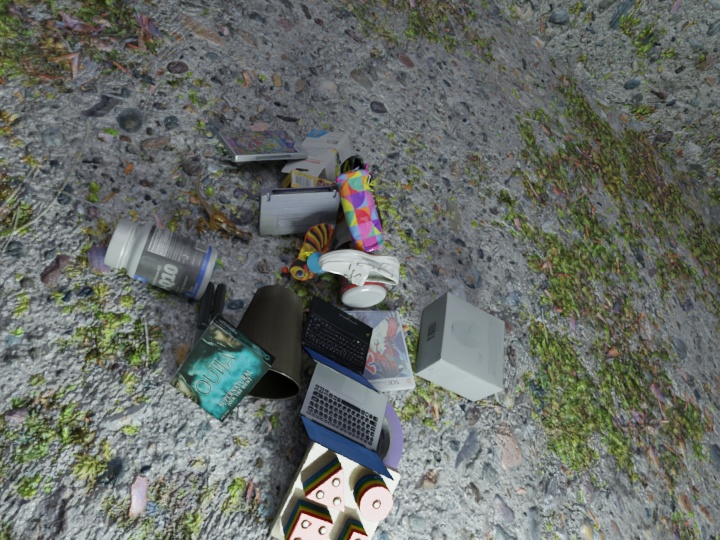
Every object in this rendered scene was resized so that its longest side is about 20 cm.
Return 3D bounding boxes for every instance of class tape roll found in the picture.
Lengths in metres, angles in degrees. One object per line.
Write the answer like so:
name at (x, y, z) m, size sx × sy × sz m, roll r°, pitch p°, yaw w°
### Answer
tape roll at (-0.010, 0.361, 1.117) m, size 0.197 × 0.085 × 0.204 m, roll 16°, pitch 56°, yaw -25°

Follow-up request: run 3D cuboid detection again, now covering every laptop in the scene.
laptop at (-0.015, 0.287, 1.025) m, size 0.185 × 0.116 × 0.203 m, roll 30°, pitch 52°, yaw -15°
laptop at (-0.035, 0.158, 1.145) m, size 0.175 × 0.103 × 0.203 m, roll 31°, pitch 50°, yaw -20°

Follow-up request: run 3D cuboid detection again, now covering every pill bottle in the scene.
pill bottle at (-0.005, -0.019, 1.311) m, size 0.114 × 0.116 × 0.204 m, roll 6°, pitch 61°, yaw -29°
pill bottle at (-0.404, -0.025, 1.058) m, size 0.197 × 0.114 × 0.116 m, roll 21°, pitch 55°, yaw -21°

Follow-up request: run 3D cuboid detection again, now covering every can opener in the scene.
can opener at (-0.317, 0.120, 1.082) m, size 0.052 × 0.067 × 0.203 m, roll 9°, pitch 48°, yaw -14°

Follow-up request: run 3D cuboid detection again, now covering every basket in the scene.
basket at (-0.192, 0.145, 1.089) m, size 0.176 × 0.137 × 0.203 m, roll 8°, pitch 51°, yaw 3°

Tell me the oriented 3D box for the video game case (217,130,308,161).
video game case at (-0.251, -0.322, 1.333) m, size 0.197 × 0.018 × 0.143 m, roll -10°, pitch 41°, yaw -31°

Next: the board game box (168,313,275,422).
board game box at (-0.264, 0.189, 0.976) m, size 0.134 × 0.200 × 0.028 m, roll 37°, pitch 29°, yaw -7°

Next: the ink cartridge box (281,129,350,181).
ink cartridge box at (-0.116, -0.289, 1.388) m, size 0.113 × 0.069 × 0.202 m, roll 11°, pitch 49°, yaw 20°

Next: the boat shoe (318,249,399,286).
boat shoe at (0.000, 0.000, 1.195) m, size 0.195 × 0.071 × 0.071 m, roll 4°, pitch 64°, yaw -14°

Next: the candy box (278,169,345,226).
candy box at (-0.108, -0.180, 1.332) m, size 0.196 × 0.116 × 0.058 m, roll 11°, pitch 62°, yaw -27°

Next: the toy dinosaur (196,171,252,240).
toy dinosaur at (-0.341, -0.125, 1.205) m, size 0.200 × 0.060 × 0.107 m, roll 46°, pitch 25°, yaw -9°

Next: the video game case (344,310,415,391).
video game case at (0.040, 0.197, 1.280) m, size 0.179 × 0.023 × 0.204 m, roll 3°, pitch 63°, yaw -32°

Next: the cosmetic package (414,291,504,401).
cosmetic package at (0.263, 0.201, 1.356) m, size 0.197 × 0.123 × 0.202 m, roll 26°, pitch 53°, yaw -16°

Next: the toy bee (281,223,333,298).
toy bee at (-0.131, -0.018, 1.237) m, size 0.106 × 0.131 × 0.204 m, roll 11°, pitch 67°, yaw 1°

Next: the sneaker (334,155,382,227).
sneaker at (0.002, -0.189, 1.279) m, size 0.074 × 0.084 × 0.203 m, roll -23°, pitch 82°, yaw -37°

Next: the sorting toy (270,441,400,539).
sorting toy at (-0.040, 0.453, 0.988) m, size 0.197 × 0.070 × 0.202 m, roll 27°, pitch 89°, yaw -16°

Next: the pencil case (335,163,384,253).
pencil case at (0.001, -0.142, 1.217) m, size 0.087 × 0.088 × 0.204 m, roll -19°, pitch 100°, yaw -38°

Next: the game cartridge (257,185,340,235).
game cartridge at (-0.150, -0.145, 1.259) m, size 0.196 × 0.131 × 0.039 m, roll -6°, pitch 53°, yaw -20°
